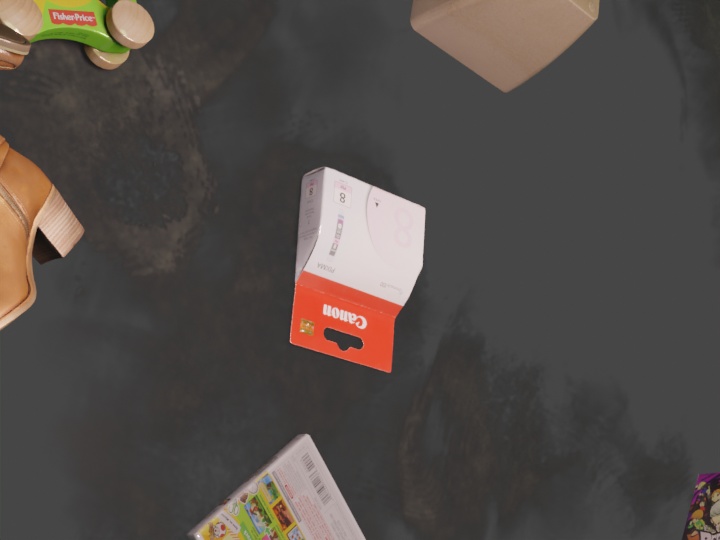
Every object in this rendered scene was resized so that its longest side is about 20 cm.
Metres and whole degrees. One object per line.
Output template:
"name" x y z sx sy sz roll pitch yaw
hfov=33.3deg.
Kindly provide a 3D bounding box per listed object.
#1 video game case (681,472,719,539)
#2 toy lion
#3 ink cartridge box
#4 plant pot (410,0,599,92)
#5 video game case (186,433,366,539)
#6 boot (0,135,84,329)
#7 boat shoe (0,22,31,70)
"video game case" 0.549 0.361 1.700 0.036 0.200 0.181 44 53 -24
"toy lion" -0.314 -0.296 1.157 0.200 0.069 0.192 -6 76 -44
"ink cartridge box" 0.000 0.000 1.380 0.162 0.057 0.200 20 61 -39
"plant pot" 0.207 -0.385 1.588 0.200 0.177 0.200 27 63 -36
"video game case" -0.070 0.302 1.251 0.182 0.023 0.200 -38 106 -42
"boot" -0.339 -0.035 1.043 0.155 0.077 0.200 51 47 -23
"boat shoe" -0.389 -0.201 1.033 0.200 0.072 0.068 15 107 -20
